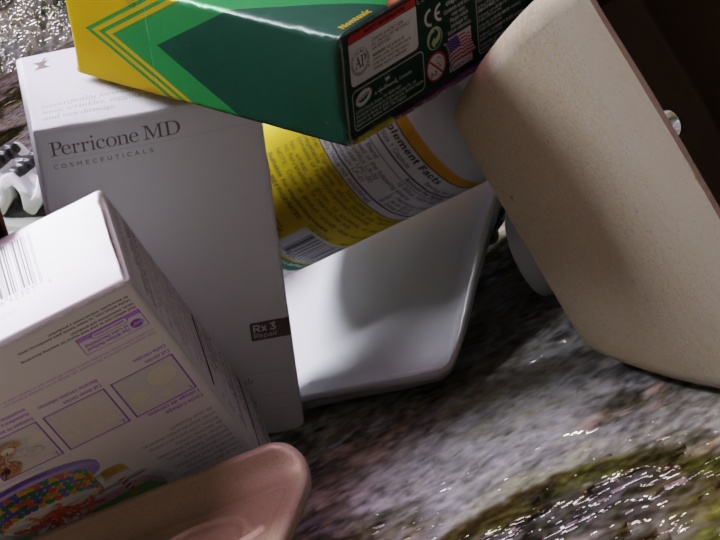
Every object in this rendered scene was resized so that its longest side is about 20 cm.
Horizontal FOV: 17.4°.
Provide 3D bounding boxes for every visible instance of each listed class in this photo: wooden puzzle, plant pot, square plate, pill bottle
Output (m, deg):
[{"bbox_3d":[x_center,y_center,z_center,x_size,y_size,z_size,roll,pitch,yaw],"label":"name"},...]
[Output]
[{"bbox_3d":[-0.110,0.164,0.993,0.184,0.047,0.200,-23,20,16],"label":"wooden puzzle"},{"bbox_3d":[0.161,-0.066,1.039,0.200,0.201,0.177,-35,7,-30],"label":"plant pot"},{"bbox_3d":[0.000,0.000,1.269,0.199,0.028,0.199,-15,42,38],"label":"square plate"},{"bbox_3d":[0.012,-0.083,1.218,0.199,0.113,0.113,-25,14,28],"label":"pill bottle"}]

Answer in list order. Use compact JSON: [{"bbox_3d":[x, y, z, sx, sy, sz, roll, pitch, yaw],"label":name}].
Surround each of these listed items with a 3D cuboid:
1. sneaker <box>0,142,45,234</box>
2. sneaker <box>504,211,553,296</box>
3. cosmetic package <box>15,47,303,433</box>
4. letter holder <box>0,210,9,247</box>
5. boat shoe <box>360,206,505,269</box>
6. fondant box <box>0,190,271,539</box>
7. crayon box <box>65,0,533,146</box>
[{"bbox_3d":[-0.142,-0.027,1.360,0.198,0.082,0.075,5,22,23],"label":"sneaker"},{"bbox_3d":[0.137,-0.061,1.261,0.079,0.079,0.200,-24,25,27],"label":"sneaker"},{"bbox_3d":[-0.096,-0.013,1.156,0.112,0.201,0.081,-13,35,-6],"label":"cosmetic package"},{"bbox_3d":[-0.213,-0.001,1.124,0.100,0.201,0.143,-18,53,-7],"label":"letter holder"},{"bbox_3d":[0.068,-0.037,1.325,0.072,0.062,0.201,3,52,43],"label":"boat shoe"},{"bbox_3d":[-0.137,0.066,1.080,0.143,0.200,0.058,-26,52,4],"label":"fondant box"},{"bbox_3d":[-0.009,-0.139,1.095,0.172,0.059,0.200,18,38,36],"label":"crayon box"}]
